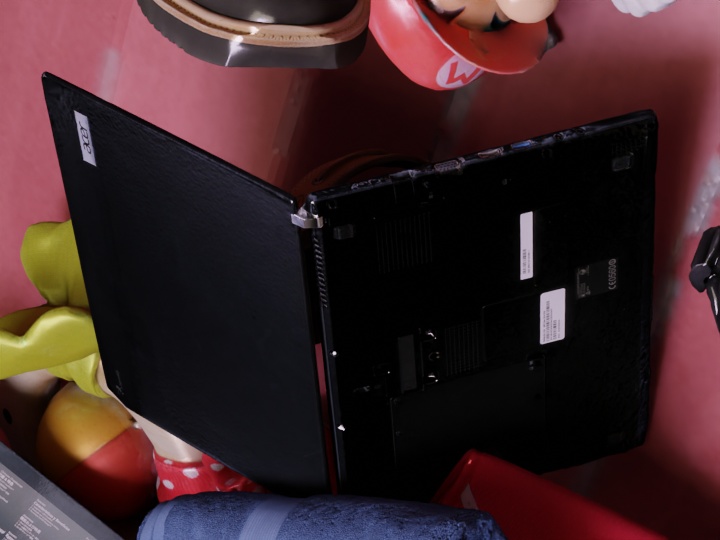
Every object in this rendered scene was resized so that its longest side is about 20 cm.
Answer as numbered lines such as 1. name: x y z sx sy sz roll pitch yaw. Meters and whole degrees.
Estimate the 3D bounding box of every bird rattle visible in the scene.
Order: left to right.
1. bird rattle: -0.094 0.071 1.047 0.200 0.113 0.163 44 144 -7

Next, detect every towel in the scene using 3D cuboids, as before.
1. towel: -0.014 0.140 0.885 0.200 0.048 0.112 -5 87 52

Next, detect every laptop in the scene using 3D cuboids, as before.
1. laptop: 0.000 0.000 0.885 0.178 0.199 0.104 84 168 -46

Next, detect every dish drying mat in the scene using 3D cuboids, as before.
1. dish drying mat: 0.114 0.135 0.906 0.199 0.018 0.077 28 129 -5

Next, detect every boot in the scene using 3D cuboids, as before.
1. boot: -0.032 -0.161 0.777 0.077 0.200 0.139 2 119 -13

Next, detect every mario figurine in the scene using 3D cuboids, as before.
1. mario figurine: 0.068 -0.138 0.783 0.123 0.106 0.201 28 121 -1

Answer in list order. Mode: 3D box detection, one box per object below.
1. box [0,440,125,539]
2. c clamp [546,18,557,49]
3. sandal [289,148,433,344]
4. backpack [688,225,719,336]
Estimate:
1. box: -0.136 0.141 1.071 0.200 0.046 0.159 35 162 18
2. c clamp: -0.031 -0.158 0.904 0.199 0.027 0.172 -1 112 36
3. sandal: 0.004 -0.015 0.934 0.082 0.055 0.200 27 149 -33
4. backpack: 0.195 0.051 0.736 0.153 0.163 0.201 -1 120 21
